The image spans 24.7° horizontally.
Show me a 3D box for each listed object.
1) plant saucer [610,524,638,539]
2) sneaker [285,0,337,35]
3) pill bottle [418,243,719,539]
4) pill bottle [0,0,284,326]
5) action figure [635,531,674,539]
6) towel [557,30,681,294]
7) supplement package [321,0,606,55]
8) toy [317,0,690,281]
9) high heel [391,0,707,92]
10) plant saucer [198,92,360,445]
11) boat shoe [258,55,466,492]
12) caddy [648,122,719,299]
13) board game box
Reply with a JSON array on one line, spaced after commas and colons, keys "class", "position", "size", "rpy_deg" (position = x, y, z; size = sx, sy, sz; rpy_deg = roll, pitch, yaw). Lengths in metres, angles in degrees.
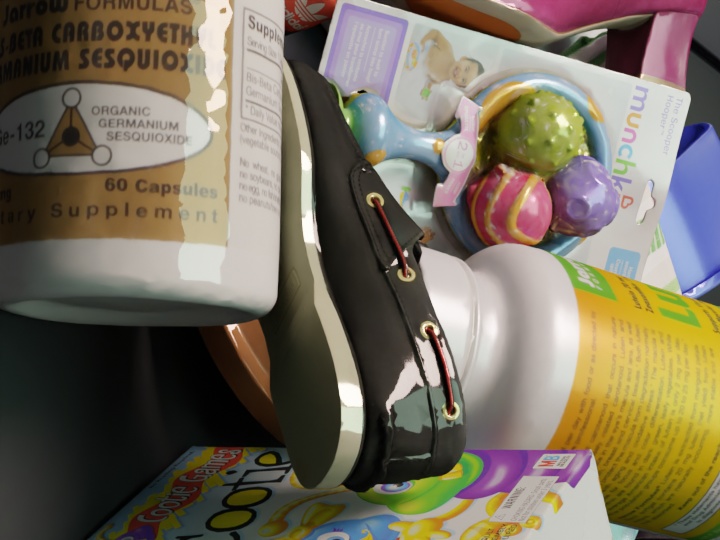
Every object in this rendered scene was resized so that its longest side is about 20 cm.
[{"class": "plant saucer", "position": [0.146, 0.123, 0.984], "size": [0.200, 0.027, 0.201], "rpy_deg": [-50, 150, -43]}, {"class": "sneaker", "position": [-0.020, -0.199, 0.799], "size": [0.075, 0.084, 0.201], "rpy_deg": [38, 55, -52]}, {"class": "pill bottle", "position": [0.092, 0.052, 0.747], "size": [0.199, 0.111, 0.112], "rpy_deg": [17, 70, -26]}, {"class": "pill bottle", "position": [-0.086, -0.083, 0.644], "size": [0.114, 0.114, 0.201], "rpy_deg": [14, 75, -58]}, {"class": "action figure", "position": [0.210, 0.097, 1.180], "size": [0.130, 0.069, 0.201], "rpy_deg": [40, 49, -40]}, {"class": "towel", "position": [0.118, -0.009, 0.860], "size": [0.152, 0.023, 0.201], "rpy_deg": [-36, 113, -43]}, {"class": "supplement package", "position": [0.066, -0.168, 0.918], "size": [0.200, 0.110, 0.157], "rpy_deg": [49, 46, -45]}, {"class": "toy", "position": [0.069, -0.046, 0.761], "size": [0.199, 0.047, 0.116], "rpy_deg": [12, 98, -24]}, {"class": "high heel", "position": [0.094, -0.150, 0.797], "size": [0.199, 0.067, 0.097], "rpy_deg": [12, 81, -31]}, {"class": "plant saucer", "position": [0.000, 0.000, 0.796], "size": [0.200, 0.032, 0.202], "rpy_deg": [21, 58, -37]}, {"class": "boat shoe", "position": [-0.009, -0.003, 0.671], "size": [0.063, 0.074, 0.202], "rpy_deg": [2, 54, -26]}, {"class": "caddy", "position": [0.174, -0.013, 1.045], "size": [0.200, 0.141, 0.105], "rpy_deg": [-36, 103, -55]}, {"class": "board game box", "position": [-0.004, 0.140, 0.675], "size": [0.105, 0.199, 0.104], "rpy_deg": [-41, 121, -53]}]
